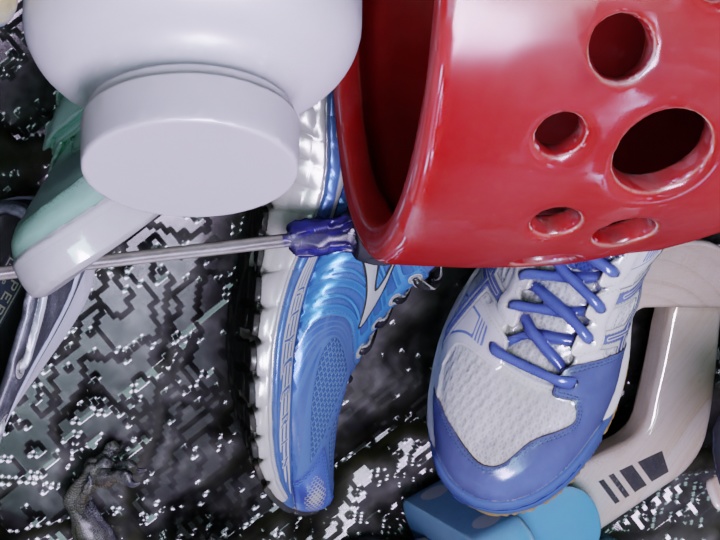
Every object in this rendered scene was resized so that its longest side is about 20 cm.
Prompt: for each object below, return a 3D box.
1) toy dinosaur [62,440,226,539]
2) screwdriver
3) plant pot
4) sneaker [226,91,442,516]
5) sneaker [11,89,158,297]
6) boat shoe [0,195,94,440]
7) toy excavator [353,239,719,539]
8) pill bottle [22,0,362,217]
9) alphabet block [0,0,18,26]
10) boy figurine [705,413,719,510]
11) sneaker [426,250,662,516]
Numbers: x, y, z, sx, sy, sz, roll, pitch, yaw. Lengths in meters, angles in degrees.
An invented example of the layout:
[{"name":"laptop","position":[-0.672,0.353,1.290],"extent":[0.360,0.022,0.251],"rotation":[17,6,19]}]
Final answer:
[{"name":"toy dinosaur","position":[-0.098,0.124,1.144],"extent":[0.200,0.047,0.088],"rotation":[37,102,-15]},{"name":"screwdriver","position":[-0.043,-0.010,1.059],"extent":[0.200,0.029,0.028],"rotation":[-6,100,-7]},{"name":"plant pot","position":[0.092,-0.097,0.971],"extent":[0.182,0.200,0.201],"rotation":[3,104,-10]},{"name":"sneaker","position":[0.000,0.000,1.111],"extent":[0.089,0.079,0.200],"rotation":[8,103,-11]},{"name":"sneaker","position":[-0.100,-0.084,1.027],"extent":[0.118,0.201,0.074],"rotation":[44,134,-16]},{"name":"boat shoe","position":[-0.165,0.063,1.086],"extent":[0.072,0.068,0.200],"rotation":[32,94,8]},{"name":"toy excavator","position":[0.083,0.104,1.159],"extent":[0.200,0.100,0.195],"rotation":[-27,108,-18]},{"name":"pill bottle","position":[-0.054,-0.122,0.956],"extent":[0.111,0.111,0.200],"rotation":[6,64,-13]},{"name":"alphabet block","position":[-0.202,-0.203,0.955],"extent":[0.196,0.195,0.200],"rotation":[6,103,-15]},{"name":"boy figurine","position":[0.199,0.076,1.133],"extent":[0.124,0.200,0.065],"rotation":[-15,78,24]},{"name":"sneaker","position":[0.077,-0.007,1.087],"extent":[0.075,0.088,0.200],"rotation":[21,73,12]}]
